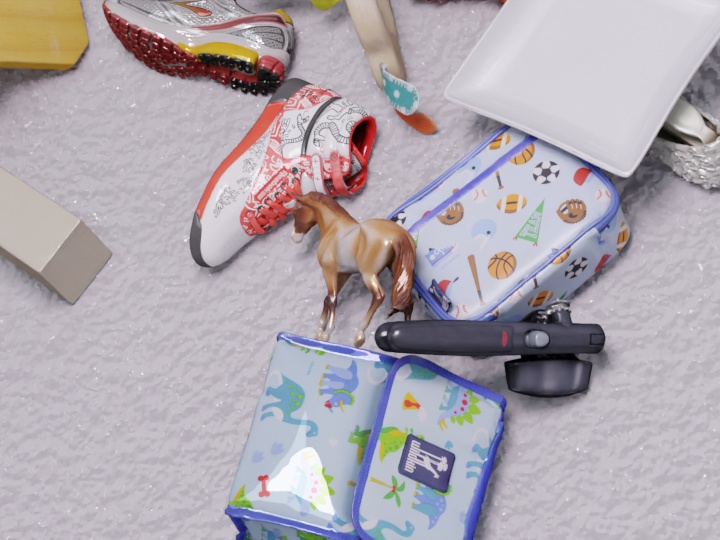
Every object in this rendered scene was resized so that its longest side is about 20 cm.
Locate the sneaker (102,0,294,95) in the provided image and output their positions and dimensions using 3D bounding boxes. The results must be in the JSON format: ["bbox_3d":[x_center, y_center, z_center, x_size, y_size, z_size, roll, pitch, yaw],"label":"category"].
[{"bbox_3d":[-0.154,-0.230,1.911,0.200,0.078,0.082,17,68,15],"label":"sneaker"}]

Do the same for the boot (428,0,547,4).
[{"bbox_3d":[0.097,-0.275,1.849,0.107,0.075,0.200,-45,57,5],"label":"boot"}]

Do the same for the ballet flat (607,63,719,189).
[{"bbox_3d":[0.251,-0.145,1.731,0.200,0.072,0.072,36,81,30],"label":"ballet flat"}]

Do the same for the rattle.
[{"bbox_3d":[-0.024,-0.206,1.827,0.143,0.130,0.200,-13,87,-7],"label":"rattle"}]

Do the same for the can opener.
[{"bbox_3d":[0.109,0.058,1.620,0.200,0.063,0.079,6,77,-26],"label":"can opener"}]

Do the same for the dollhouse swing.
[{"bbox_3d":[-0.402,-0.259,1.971,0.182,0.176,0.200,-23,75,33],"label":"dollhouse swing"}]

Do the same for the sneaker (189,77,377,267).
[{"bbox_3d":[-0.065,-0.078,1.805,0.108,0.067,0.202,23,72,29],"label":"sneaker"}]

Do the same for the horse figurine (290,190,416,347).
[{"bbox_3d":[0.000,0.000,1.698,0.200,0.050,0.133,4,86,59],"label":"horse figurine"}]

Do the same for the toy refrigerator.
[{"bbox_3d":[-0.333,-0.055,1.882,0.200,0.076,0.070,31,78,29],"label":"toy refrigerator"}]

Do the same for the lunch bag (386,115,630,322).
[{"bbox_3d":[0.118,-0.034,1.719,0.200,0.076,0.160,-36,57,-2],"label":"lunch bag"}]

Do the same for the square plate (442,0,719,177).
[{"bbox_3d":[0.202,-0.188,1.718,0.198,0.028,0.200,26,74,31],"label":"square plate"}]

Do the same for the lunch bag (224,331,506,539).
[{"bbox_3d":[0.007,0.160,1.642,0.200,0.127,0.170,13,67,9],"label":"lunch bag"}]
